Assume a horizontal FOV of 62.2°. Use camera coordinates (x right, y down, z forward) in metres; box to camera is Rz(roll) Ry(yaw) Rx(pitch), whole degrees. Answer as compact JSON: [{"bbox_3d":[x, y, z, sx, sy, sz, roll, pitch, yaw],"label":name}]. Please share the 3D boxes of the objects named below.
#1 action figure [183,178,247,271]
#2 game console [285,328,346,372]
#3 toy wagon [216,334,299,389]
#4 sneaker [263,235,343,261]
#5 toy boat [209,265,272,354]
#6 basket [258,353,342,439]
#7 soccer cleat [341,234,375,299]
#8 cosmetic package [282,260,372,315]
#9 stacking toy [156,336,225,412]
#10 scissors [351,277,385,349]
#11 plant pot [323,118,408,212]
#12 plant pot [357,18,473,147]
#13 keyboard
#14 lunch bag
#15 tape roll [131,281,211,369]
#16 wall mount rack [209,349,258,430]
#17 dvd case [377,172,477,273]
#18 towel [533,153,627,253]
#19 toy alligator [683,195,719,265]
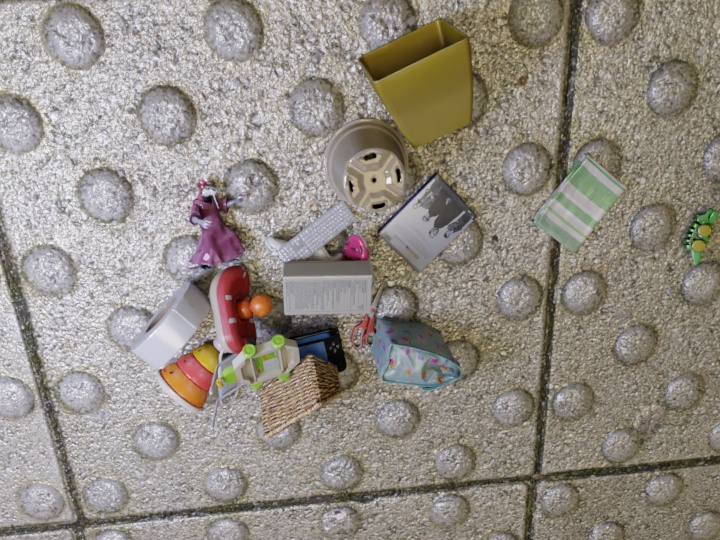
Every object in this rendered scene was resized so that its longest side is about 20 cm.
[{"bbox_3d":[-0.339,-0.110,1.363,0.148,0.133,0.203,-4,103,42],"label":"action figure"},{"bbox_3d":[-0.142,0.217,1.479,0.197,0.117,0.178,-13,112,0],"label":"game console"},{"bbox_3d":[-0.238,0.217,1.376,0.197,0.040,0.156,-16,143,-14],"label":"toy wagon"},{"bbox_3d":[-0.132,-0.042,1.411,0.198,0.075,0.082,25,93,-16],"label":"sneaker"},{"bbox_3d":[-0.265,0.086,1.382,0.129,0.130,0.203,-14,83,13],"label":"toy boat"},{"bbox_3d":[-0.139,0.330,1.478,0.199,0.150,0.142,-34,137,20],"label":"basket"},{"bbox_3d":[0.000,0.000,1.433,0.069,0.086,0.203,21,122,32],"label":"soccer cleat"},{"bbox_3d":[-0.075,0.038,1.347,0.197,0.073,0.105,0,120,-5],"label":"cosmetic package"},{"bbox_3d":[-0.389,0.232,1.476,0.146,0.146,0.200,44,82,-19],"label":"stacking toy"},{"bbox_3d":[0.020,0.110,1.507,0.072,0.014,0.203,5,112,-6],"label":"scissors"},{"bbox_3d":[0.020,-0.214,1.292,0.197,0.184,0.203,-2,111,-4],"label":"plant pot"},{"bbox_3d":[0.130,-0.379,1.243,0.198,0.201,0.178,-24,122,4],"label":"plant pot"},{"bbox_3d":[-0.101,-0.083,1.382,0.199,0.011,0.057,-39,101,-13],"label":"keyboard"},{"bbox_3d":[0.138,0.206,1.471,0.197,0.171,0.124,11,107,-14],"label":"lunch bag"},{"bbox_3d":[-0.432,0.124,1.369,0.202,0.203,0.071,-43,109,11],"label":"tape roll"},{"bbox_3d":[-0.321,0.280,1.453,0.074,0.173,0.202,26,127,27],"label":"wall mount rack"},{"bbox_3d":[0.160,-0.111,1.431,0.200,0.025,0.150,-44,109,12],"label":"dvd case"},{"bbox_3d":[0.532,-0.160,1.449,0.151,0.023,0.201,31,105,-17],"label":"towel"},{"bbox_3d":[0.849,-0.114,1.484,0.054,0.059,0.203,22,113,30],"label":"toy alligator"}]
